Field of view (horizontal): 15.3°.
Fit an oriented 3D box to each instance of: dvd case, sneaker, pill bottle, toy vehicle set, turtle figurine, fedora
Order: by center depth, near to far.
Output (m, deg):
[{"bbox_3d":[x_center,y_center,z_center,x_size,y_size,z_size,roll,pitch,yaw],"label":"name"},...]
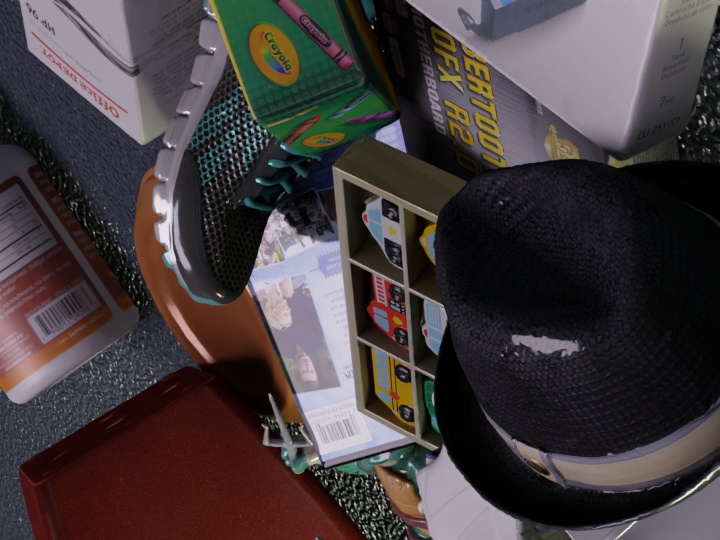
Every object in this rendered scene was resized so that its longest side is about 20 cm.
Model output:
[{"bbox_3d":[0.092,0.010,1.121,0.200,0.201,0.092,23,163,50],"label":"fedora"},{"bbox_3d":[0.050,0.029,1.343,0.124,0.027,0.200,26,147,23],"label":"toy vehicle set"},{"bbox_3d":[0.069,0.134,1.363,0.087,0.074,0.201,35,134,32],"label":"sneaker"},{"bbox_3d":[-0.046,-0.075,1.389,0.091,0.077,0.201,17,98,33],"label":"sneaker"},{"bbox_3d":[0.000,0.000,1.447,0.142,0.018,0.201,-18,97,35],"label":"dvd case"},{"bbox_3d":[0.029,0.141,1.589,0.200,0.101,0.150,53,-179,-40],"label":"turtle figurine"},{"bbox_3d":[-0.254,-0.015,1.895,0.200,0.112,0.112,56,156,-1],"label":"pill bottle"}]

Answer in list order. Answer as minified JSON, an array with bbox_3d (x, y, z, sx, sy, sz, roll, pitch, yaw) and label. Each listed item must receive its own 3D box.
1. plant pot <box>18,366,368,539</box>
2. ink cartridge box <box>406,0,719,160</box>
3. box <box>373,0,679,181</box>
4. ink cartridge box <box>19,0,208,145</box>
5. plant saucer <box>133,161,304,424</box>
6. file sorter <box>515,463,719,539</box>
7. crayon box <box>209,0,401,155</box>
[{"bbox_3d":[-0.117,0.172,1.735,0.177,0.199,0.200,61,170,-7],"label":"plant pot"},{"bbox_3d":[0.072,-0.172,1.119,0.200,0.045,0.177,40,136,31],"label":"ink cartridge box"},{"bbox_3d":[0.083,-0.067,1.283,0.158,0.048,0.201,33,148,41],"label":"box"},{"bbox_3d":[-0.143,-0.157,1.561,0.116,0.068,0.200,40,152,31],"label":"ink cartridge box"},{"bbox_3d":[-0.084,0.019,1.716,0.200,0.037,0.201,41,152,28],"label":"plant saucer"},{"bbox_3d":[0.180,0.123,1.188,0.200,0.139,0.125,50,-174,12],"label":"file sorter"},{"bbox_3d":[-0.047,-0.162,1.268,0.119,0.058,0.201,29,-139,-80],"label":"crayon box"}]
